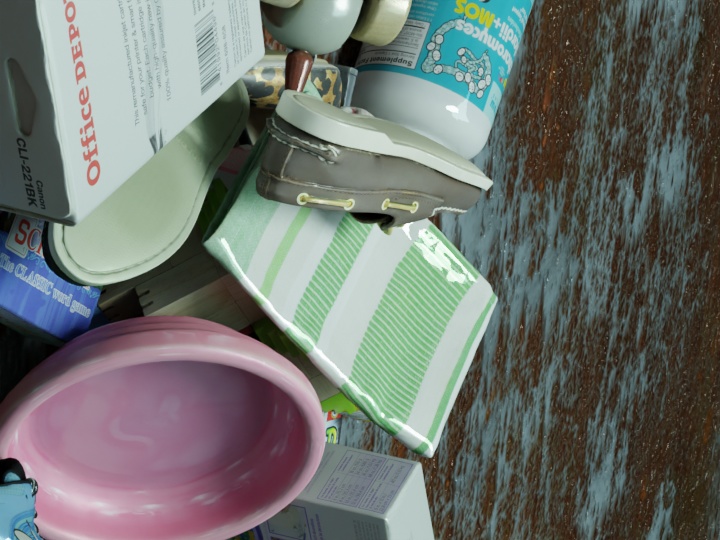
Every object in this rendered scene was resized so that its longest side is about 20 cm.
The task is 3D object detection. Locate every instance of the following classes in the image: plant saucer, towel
[{"bbox_3d":[-0.122,0.093,1.295,0.201,0.200,0.051,68,7,-50],"label":"plant saucer"},{"bbox_3d":[0.000,0.000,1.317,0.200,0.023,0.153,48,44,-24],"label":"towel"}]

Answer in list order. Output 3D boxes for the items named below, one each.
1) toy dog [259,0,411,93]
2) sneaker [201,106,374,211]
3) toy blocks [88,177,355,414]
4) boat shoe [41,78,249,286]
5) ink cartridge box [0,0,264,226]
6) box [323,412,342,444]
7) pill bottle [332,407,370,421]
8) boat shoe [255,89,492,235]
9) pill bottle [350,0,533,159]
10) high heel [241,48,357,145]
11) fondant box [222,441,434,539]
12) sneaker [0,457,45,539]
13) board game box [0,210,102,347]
[{"bbox_3d":[-0.049,-0.156,1.306,0.200,0.132,0.097,-137,-112,-80],"label":"toy dog"},{"bbox_3d":[-0.049,-0.060,1.405,0.075,0.200,0.105,126,-27,-52],"label":"sneaker"},{"bbox_3d":[-0.103,0.047,1.347,0.200,0.136,0.100,59,6,-50],"label":"toy blocks"},{"bbox_3d":[-0.132,-0.050,1.224,0.075,0.066,0.200,48,42,-21],"label":"boat shoe"},{"bbox_3d":[-0.138,-0.137,1.147,0.200,0.083,0.145,-49,142,-47],"label":"ink cartridge box"},{"bbox_3d":[-0.060,0.179,1.601,0.110,0.035,0.201,-13,112,-63],"label":"box"},{"bbox_3d":[-0.005,0.044,1.527,0.200,0.114,0.115,26,77,-63],"label":"pill bottle"},{"bbox_3d":[0.008,-0.056,1.288,0.200,0.072,0.060,12,106,-58],"label":"boat shoe"},{"bbox_3d":[0.055,-0.155,1.606,0.111,0.110,0.201,45,60,-60],"label":"pill bottle"},{"bbox_3d":[-0.056,-0.074,1.461,0.200,0.071,0.143,1,101,-68],"label":"high heel"},{"bbox_3d":[-0.051,0.174,1.424,0.058,0.199,0.145,-57,148,-43],"label":"fondant box"},{"bbox_3d":[-0.195,0.153,1.235,0.200,0.078,0.090,46,53,-45],"label":"sneaker"},{"bbox_3d":[-0.187,-0.078,1.219,0.200,0.041,0.200,38,66,-62],"label":"board game box"}]
